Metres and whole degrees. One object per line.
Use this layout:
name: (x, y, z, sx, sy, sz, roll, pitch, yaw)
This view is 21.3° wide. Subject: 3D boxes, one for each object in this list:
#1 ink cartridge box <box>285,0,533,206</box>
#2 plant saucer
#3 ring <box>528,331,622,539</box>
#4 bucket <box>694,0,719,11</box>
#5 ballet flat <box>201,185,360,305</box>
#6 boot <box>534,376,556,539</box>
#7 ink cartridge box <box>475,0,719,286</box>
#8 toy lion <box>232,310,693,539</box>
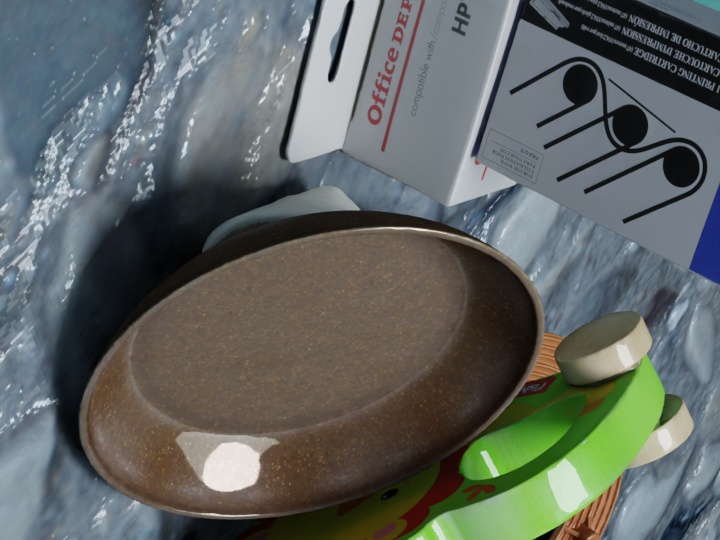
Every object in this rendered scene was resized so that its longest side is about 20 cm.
ink cartridge box: (0.061, -0.101, 0.868, 0.199, 0.066, 0.117, -20, 132, -52)
plant saucer: (-0.022, 0.035, 0.803, 0.198, 0.037, 0.201, -11, 143, -8)
ring: (0.075, 0.130, 1.081, 0.199, 0.019, 0.202, -15, 119, -29)
bucket: (0.216, -0.205, 0.883, 0.206, 0.134, 0.209, 16, 68, -47)
ballet flat: (0.000, 0.000, 0.853, 0.199, 0.069, 0.070, 22, 97, -43)
boot: (0.075, 0.145, 1.138, 0.138, 0.077, 0.201, 37, 73, -56)
ink cartridge box: (0.148, -0.049, 0.774, 0.044, 0.199, 0.095, -15, 128, -53)
toy lion: (0.033, 0.106, 0.906, 0.192, 0.199, 0.069, -43, 110, -46)
